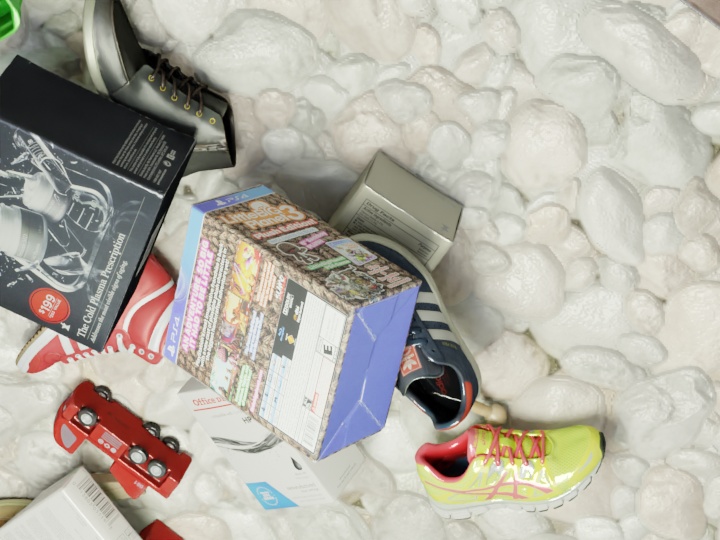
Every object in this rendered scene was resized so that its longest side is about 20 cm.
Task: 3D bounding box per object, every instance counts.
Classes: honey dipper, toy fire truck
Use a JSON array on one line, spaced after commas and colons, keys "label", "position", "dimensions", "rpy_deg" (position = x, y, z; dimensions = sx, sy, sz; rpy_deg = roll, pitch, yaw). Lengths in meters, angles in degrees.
[{"label": "honey dipper", "position": [0.067, 0.113, 1.641], "dimensions": [0.199, 0.038, 0.038], "rpy_deg": [27, 126, -36]}, {"label": "toy fire truck", "position": [-0.253, 0.222, 1.814], "dimensions": [0.200, 0.049, 0.141], "rpy_deg": [37, 122, -7]}]

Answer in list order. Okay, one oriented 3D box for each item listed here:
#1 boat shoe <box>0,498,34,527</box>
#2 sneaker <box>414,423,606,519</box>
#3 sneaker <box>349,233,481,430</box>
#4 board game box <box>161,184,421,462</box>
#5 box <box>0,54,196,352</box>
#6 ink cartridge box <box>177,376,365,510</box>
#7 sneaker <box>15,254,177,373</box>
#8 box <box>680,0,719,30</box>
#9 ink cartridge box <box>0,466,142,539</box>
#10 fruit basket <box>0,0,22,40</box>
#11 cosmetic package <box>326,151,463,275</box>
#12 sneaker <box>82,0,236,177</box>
[{"label": "boat shoe", "position": [-0.327, 0.310, 1.872], "dimensions": [0.198, 0.063, 0.074], "rpy_deg": [19, 121, 3]}, {"label": "sneaker", "position": [0.141, 0.185, 1.670], "dimensions": [0.199, 0.079, 0.090], "rpy_deg": [-19, 129, 22]}, {"label": "sneaker", "position": [0.043, 0.059, 1.546], "dimensions": [0.075, 0.085, 0.200], "rpy_deg": [-30, 108, 26]}, {"label": "board game box", "position": [-0.064, 0.043, 1.525], "dimensions": [0.199, 0.097, 0.161], "rpy_deg": [32, 122, 30]}, {"label": "box", "position": [-0.274, -0.058, 1.555], "dimensions": [0.181, 0.104, 0.201], "rpy_deg": [25, 126, -3]}, {"label": "ink cartridge box", "position": [-0.100, 0.139, 1.697], "dimensions": [0.116, 0.068, 0.201], "rpy_deg": [-15, 116, 48]}, {"label": "sneaker", "position": [-0.252, 0.067, 1.714], "dimensions": [0.112, 0.071, 0.200], "rpy_deg": [45, 117, -9]}, {"label": "box", "position": [0.335, -0.291, 1.315], "dimensions": [0.164, 0.166, 0.200], "rpy_deg": [34, 121, -7]}, {"label": "ink cartridge box", "position": [-0.314, 0.318, 1.831], "dimensions": [0.200, 0.050, 0.161], "rpy_deg": [-33, 98, 38]}, {"label": "fruit basket", "position": [-0.417, -0.233, 1.511], "dimensions": [0.215, 0.216, 0.156], "rpy_deg": [-25, 110, 24]}, {"label": "cosmetic package", "position": [0.000, 0.000, 1.614], "dimensions": [0.103, 0.073, 0.200], "rpy_deg": [33, 121, -7]}, {"label": "sneaker", "position": [-0.181, -0.176, 1.568], "dimensions": [0.105, 0.075, 0.201], "rpy_deg": [-8, 125, 12]}]
